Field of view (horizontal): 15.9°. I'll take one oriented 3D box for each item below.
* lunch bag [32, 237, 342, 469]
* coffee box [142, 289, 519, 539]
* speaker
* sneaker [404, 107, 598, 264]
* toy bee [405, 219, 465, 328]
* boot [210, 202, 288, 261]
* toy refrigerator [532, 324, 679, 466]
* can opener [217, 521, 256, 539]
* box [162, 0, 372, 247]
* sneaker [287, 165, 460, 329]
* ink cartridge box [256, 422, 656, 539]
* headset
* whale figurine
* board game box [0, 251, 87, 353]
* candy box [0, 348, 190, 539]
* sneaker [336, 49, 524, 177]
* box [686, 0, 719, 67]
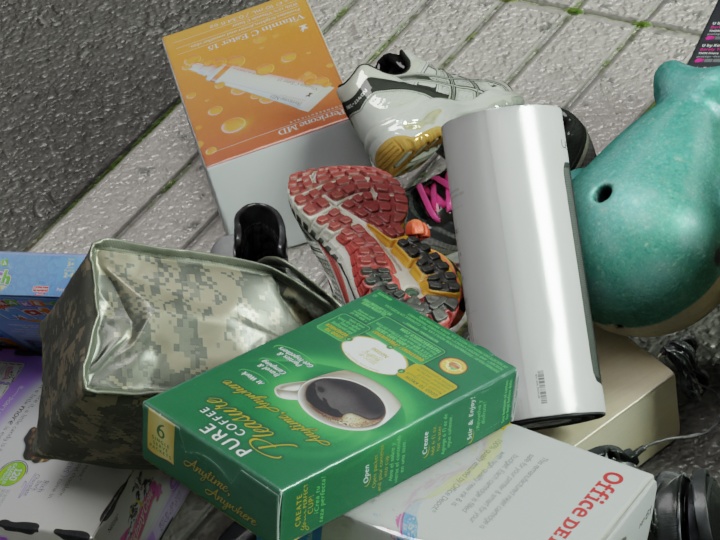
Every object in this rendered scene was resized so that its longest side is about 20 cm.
[{"bbox_3d":[-0.097,0.062,1.661,0.199,0.164,0.118,8,69,-16],"label":"lunch bag"},{"bbox_3d":[-0.017,0.083,1.510,0.123,0.044,0.199,29,39,35],"label":"coffee box"},{"bbox_3d":[0.101,-0.002,1.624,0.081,0.081,0.201,-9,81,9],"label":"speaker"},{"bbox_3d":[0.086,-0.066,1.901,0.199,0.088,0.074,-19,46,-3],"label":"sneaker"},{"bbox_3d":[0.035,0.027,1.791,0.199,0.131,0.109,-19,79,-12],"label":"toy bee"},{"bbox_3d":[-0.072,0.002,1.837,0.069,0.132,0.200,-6,38,-10],"label":"boot"},{"bbox_3d":[0.110,0.124,1.680,0.200,0.070,0.076,-35,48,-21],"label":"toy refrigerator"},{"bbox_3d":[-0.012,0.136,1.710,0.199,0.064,0.079,-31,20,-15],"label":"can opener"},{"bbox_3d":[-0.070,-0.115,2.019,0.124,0.098,0.200,-19,38,-3],"label":"box"},{"bbox_3d":[0.000,0.000,1.690,0.077,0.083,0.200,-6,39,-19],"label":"sneaker"},{"bbox_3d":[0.057,0.154,1.526,0.199,0.085,0.144,18,33,24],"label":"ink cartridge box"},{"bbox_3d":[0.175,0.141,1.607,0.123,0.094,0.201,13,59,28],"label":"headset"},{"bbox_3d":[0.193,-0.059,1.688,0.158,0.104,0.201,7,68,39],"label":"whale figurine"},{"bbox_3d":[-0.213,0.033,1.815,0.150,0.200,0.037,2,73,22],"label":"board game box"},{"bbox_3d":[-0.222,0.138,1.782,0.199,0.072,0.168,5,42,27],"label":"candy box"},{"bbox_3d":[0.054,-0.133,1.943,0.076,0.088,0.200,-41,-11,27],"label":"sneaker"},{"bbox_3d":[0.286,-0.091,1.834,0.105,0.123,0.200,4,43,26],"label":"box"}]
